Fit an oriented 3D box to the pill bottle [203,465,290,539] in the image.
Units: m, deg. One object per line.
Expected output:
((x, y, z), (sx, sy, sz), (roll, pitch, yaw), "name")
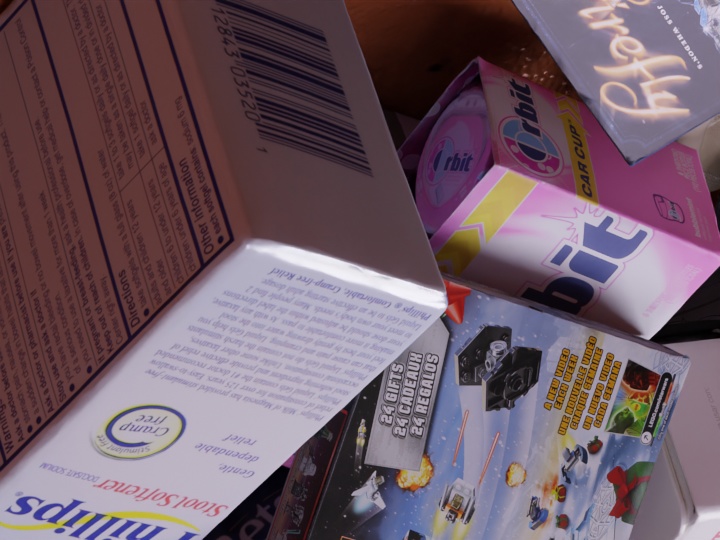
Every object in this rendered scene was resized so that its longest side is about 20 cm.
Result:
((-0.041, 0.134, 1.292), (0.111, 0.200, 0.111), (-35, 145, -29), "pill bottle")

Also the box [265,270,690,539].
((0.034, 0.106, 1.176), (0.136, 0.040, 0.201), (18, 93, -26), "box")

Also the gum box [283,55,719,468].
((0.043, 0.017, 1.242), (0.113, 0.066, 0.200), (20, 129, -26), "gum box")

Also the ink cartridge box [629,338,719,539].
((0.185, 0.093, 1.308), (0.199, 0.088, 0.145), (-7, 153, -26), "ink cartridge box")

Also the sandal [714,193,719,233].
((0.227, -0.022, 1.305), (0.200, 0.048, 0.076), (19, 108, -39), "sandal")

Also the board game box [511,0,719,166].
((0.102, -0.150, 1.093), (0.135, 0.035, 0.200), (-31, 118, 15), "board game box")

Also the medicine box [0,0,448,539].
((-0.087, -0.009, 1.130), (0.103, 0.183, 0.200), (17, 131, -40), "medicine box")

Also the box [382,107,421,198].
((0.000, 0.000, 1.309), (0.199, 0.041, 0.156), (16, 131, -41), "box")

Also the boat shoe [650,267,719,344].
((0.187, -0.004, 1.363), (0.199, 0.075, 0.066), (-19, 142, -3), "boat shoe")

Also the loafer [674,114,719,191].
((0.157, -0.101, 1.228), (0.068, 0.076, 0.200), (-11, 153, -15), "loafer")
